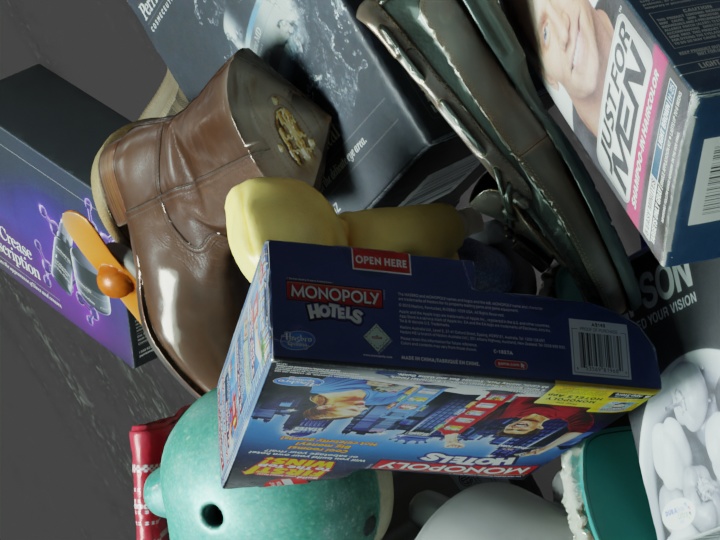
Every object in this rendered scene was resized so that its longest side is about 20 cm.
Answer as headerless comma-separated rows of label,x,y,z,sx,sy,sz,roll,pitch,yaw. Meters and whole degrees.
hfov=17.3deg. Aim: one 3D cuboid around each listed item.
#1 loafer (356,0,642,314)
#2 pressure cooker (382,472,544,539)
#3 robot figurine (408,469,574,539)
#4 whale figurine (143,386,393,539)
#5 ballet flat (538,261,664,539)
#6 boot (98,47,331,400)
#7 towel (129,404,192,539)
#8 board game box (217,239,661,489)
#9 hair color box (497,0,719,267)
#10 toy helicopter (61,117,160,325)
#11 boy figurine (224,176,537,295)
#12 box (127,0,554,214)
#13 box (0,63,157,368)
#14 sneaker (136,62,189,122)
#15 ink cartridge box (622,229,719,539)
loafer,0.067,-0.058,1.146,0.200,0.063,0.072,62,179,-5
pressure cooker,-0.002,0.183,1.432,0.176,0.200,0.179,32,138,41
robot figurine,0.099,0.185,1.271,0.200,0.170,0.113,25,175,44
whale figurine,-0.064,0.155,1.298,0.159,0.104,0.200,27,110,23
ballet flat,0.132,0.086,1.237,0.072,0.072,0.200,120,149,-56
boot,-0.060,-0.015,1.284,0.200,0.064,0.187,-21,98,57
towel,-0.111,0.184,1.426,0.145,0.022,0.200,-3,-91,-84
board game box,0.012,0.056,1.168,0.200,0.200,0.062,139,132,-58
hair color box,0.128,-0.104,1.083,0.200,0.060,0.100,-117,23,-44
toy helicopter,-0.096,0.003,1.407,0.200,0.132,0.079,61,146,5
boy figurine,0.000,0.000,1.209,0.124,0.200,0.064,-35,61,32
box,-0.008,-0.129,1.280,0.200,0.117,0.197,59,150,9
box,-0.195,-0.041,1.679,0.200,0.079,0.141,32,135,42
sneaker,-0.082,-0.113,1.475,0.076,0.070,0.200,41,152,2
ink cartridge box,0.184,0.016,1.115,0.198,0.043,0.200,-35,64,59
